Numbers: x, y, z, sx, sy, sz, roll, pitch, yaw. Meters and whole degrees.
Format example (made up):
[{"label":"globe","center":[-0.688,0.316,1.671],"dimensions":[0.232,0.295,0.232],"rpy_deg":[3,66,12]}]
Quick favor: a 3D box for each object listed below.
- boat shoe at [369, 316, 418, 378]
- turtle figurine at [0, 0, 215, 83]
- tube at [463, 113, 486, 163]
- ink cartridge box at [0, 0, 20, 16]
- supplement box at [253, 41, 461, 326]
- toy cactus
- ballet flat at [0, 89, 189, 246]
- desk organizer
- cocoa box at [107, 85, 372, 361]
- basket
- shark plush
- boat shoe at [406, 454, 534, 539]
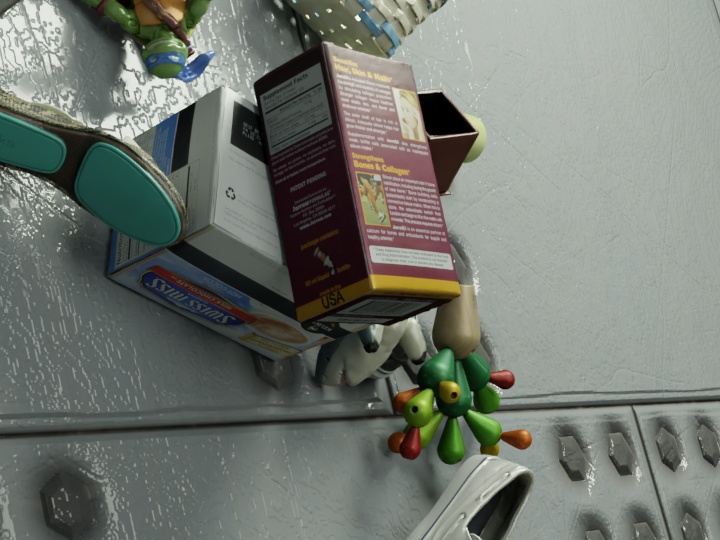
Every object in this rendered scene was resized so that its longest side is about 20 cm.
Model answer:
[{"label":"boat shoe","center":[0.022,-0.001,1.568],"dimensions":[0.072,0.071,0.202],"rpy_deg":[13,59,-47]},{"label":"turtle figurine","center":[-0.181,-0.273,1.409],"dimensions":[0.199,0.143,0.196],"rpy_deg":[26,47,-46]},{"label":"tube","center":[0.054,-0.147,1.700],"dimensions":[0.199,0.058,0.052],"rpy_deg":[7,56,-51]},{"label":"ink cartridge box","center":[-0.296,-0.308,1.331],"dimensions":[0.145,0.083,0.201],"rpy_deg":[44,41,-27]},{"label":"supplement box","center":[-0.004,-0.065,1.335],"dimensions":[0.110,0.085,0.203],"rpy_deg":[5,68,-48]},{"label":"toy cactus","center":[0.092,0.097,1.557],"dimensions":[0.199,0.101,0.167],"rpy_deg":[0,93,-54]},{"label":"ballet flat","center":[-0.214,-0.089,1.287],"dimensions":[0.198,0.068,0.076],"rpy_deg":[26,27,-7]},{"label":"desk organizer","center":[0.010,-0.111,1.562],"dimensions":[0.198,0.077,0.072],"rpy_deg":[-11,52,-42]},{"label":"cocoa box","center":[-0.089,-0.033,1.394],"dimensions":[0.199,0.130,0.135],"rpy_deg":[30,51,-39]},{"label":"basket","center":[0.014,-0.317,1.664],"dimensions":[0.176,0.139,0.201],"rpy_deg":[46,70,-24]},{"label":"shark plush","center":[0.000,0.000,1.482],"dimensions":[0.090,0.082,0.203],"rpy_deg":[-3,93,-55]},{"label":"boat shoe","center":[0.085,0.244,1.471],"dimensions":[0.074,0.065,0.201],"rpy_deg":[49,59,-34]}]
